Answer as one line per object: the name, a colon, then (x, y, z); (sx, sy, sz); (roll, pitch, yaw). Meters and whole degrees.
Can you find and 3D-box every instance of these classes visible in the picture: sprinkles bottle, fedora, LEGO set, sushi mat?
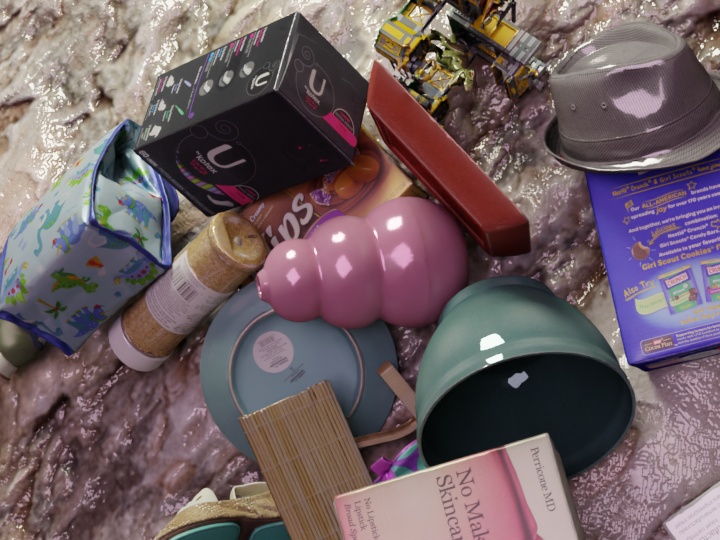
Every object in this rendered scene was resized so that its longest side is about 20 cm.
sprinkles bottle: (-0.175, 0.023, 1.640); (0.200, 0.068, 0.069); (-42, 66, 35)
fedora: (0.249, -0.167, 1.489); (0.177, 0.091, 0.199); (-40, 30, -29)
LEGO set: (0.106, -0.200, 1.559); (0.115, 0.200, 0.154); (35, 73, 21)
sushi mat: (-0.035, 0.211, 1.559); (0.095, 0.012, 0.202); (-25, 99, -9)

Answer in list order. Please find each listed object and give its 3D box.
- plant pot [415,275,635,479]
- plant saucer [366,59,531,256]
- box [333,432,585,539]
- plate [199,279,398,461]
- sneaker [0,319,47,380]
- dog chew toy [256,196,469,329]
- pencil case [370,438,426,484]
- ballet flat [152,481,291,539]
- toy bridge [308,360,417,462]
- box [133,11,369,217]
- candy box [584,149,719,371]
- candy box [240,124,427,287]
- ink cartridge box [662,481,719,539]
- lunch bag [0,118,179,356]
plant pot: (0.138, 0.092, 1.496); (0.199, 0.201, 0.135); (-26, 45, 14)
plant saucer: (0.078, -0.091, 1.513); (0.037, 0.200, 0.200); (-42, 80, 0)
box: (0.092, 0.236, 1.423); (0.198, 0.109, 0.129); (-18, 71, 6)
plate: (-0.062, 0.101, 1.606); (0.198, 0.026, 0.202); (1, 96, 5)
sneaker: (-0.398, 0.016, 1.772); (0.090, 0.067, 0.201); (-37, 70, 3)
dog chew toy: (0.000, 0.000, 1.550); (0.198, 0.125, 0.126); (-9, 75, -11)
pencil case: (0.092, 0.254, 1.521); (0.085, 0.092, 0.201); (-49, 63, 33)
ballet flat: (-0.124, 0.240, 1.571); (0.065, 0.199, 0.071); (55, 132, 36)
toy bridge: (0.043, 0.118, 1.584); (0.200, 0.027, 0.067); (-41, 102, -3)
box: (-0.107, -0.150, 1.611); (0.199, 0.122, 0.107); (-18, 45, 37)
candy box: (0.310, -0.025, 1.498); (0.168, 0.077, 0.202); (-15, 76, 19)
candy box: (-0.043, -0.049, 1.649); (0.200, 0.056, 0.117); (-45, 69, 7)
ink cartridge box: (0.380, 0.263, 1.413); (0.144, 0.085, 0.201); (-38, 71, 10)
lunch bag: (-0.282, -0.042, 1.685); (0.170, 0.127, 0.201); (-39, 37, 24)
